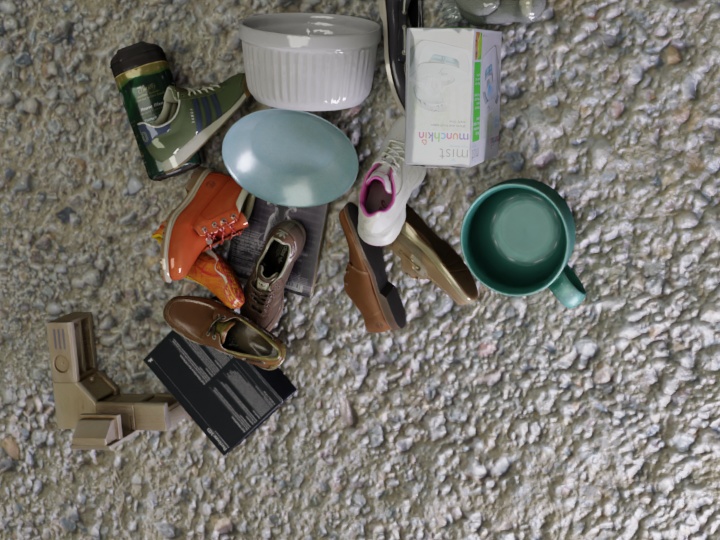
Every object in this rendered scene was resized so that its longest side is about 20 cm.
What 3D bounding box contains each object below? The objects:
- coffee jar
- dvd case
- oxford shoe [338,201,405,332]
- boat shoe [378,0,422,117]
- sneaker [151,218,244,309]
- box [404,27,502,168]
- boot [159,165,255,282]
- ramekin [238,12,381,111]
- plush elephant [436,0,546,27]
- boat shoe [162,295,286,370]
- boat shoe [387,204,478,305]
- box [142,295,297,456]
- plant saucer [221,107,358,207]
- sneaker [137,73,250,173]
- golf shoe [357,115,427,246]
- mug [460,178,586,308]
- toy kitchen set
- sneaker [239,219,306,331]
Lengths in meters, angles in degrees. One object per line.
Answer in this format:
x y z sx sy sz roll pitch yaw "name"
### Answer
-0.309 -0.241 1.711 0.084 0.104 0.202 -19 94 -3 "coffee jar"
-0.123 -0.073 1.730 0.147 0.016 0.203 16 105 16 "dvd case"
0.000 0.000 1.677 0.071 0.071 0.202 -16 96 25 "oxford shoe"
0.070 -0.316 1.594 0.062 0.073 0.203 -8 92 20 "boat shoe"
-0.245 -0.003 1.731 0.077 0.073 0.200 -43 60 -1 "sneaker"
0.125 -0.234 1.523 0.095 0.200 0.179 3 100 17 "box"
-0.226 -0.062 1.676 0.106 0.075 0.202 15 60 12 "boot"
-0.071 -0.292 1.582 0.198 0.200 0.106 9 112 16 "ramekin"
0.158 -0.415 1.499 0.198 0.165 0.156 -5 126 42 "plush elephant"
-0.201 0.086 1.685 0.198 0.068 0.073 20 81 0 "boat shoe"
0.090 -0.019 1.647 0.200 0.071 0.065 49 115 15 "boat shoe"
-0.219 0.163 1.772 0.141 0.079 0.200 -42 86 16 "box"
-0.099 -0.171 1.634 0.198 0.039 0.202 5 142 4 "plant saucer"
-0.242 -0.240 1.648 0.090 0.201 0.067 50 156 -22 "sneaker"
0.046 -0.137 1.594 0.074 0.092 0.202 12 72 15 "golf shoe"
0.225 -0.035 1.573 0.150 0.114 0.187 -10 97 19 "mug"
-0.403 0.172 1.787 0.197 0.163 0.183 -1 100 17 "toy kitchen set"
-0.146 0.017 1.705 0.070 0.075 0.202 25 109 12 "sneaker"
